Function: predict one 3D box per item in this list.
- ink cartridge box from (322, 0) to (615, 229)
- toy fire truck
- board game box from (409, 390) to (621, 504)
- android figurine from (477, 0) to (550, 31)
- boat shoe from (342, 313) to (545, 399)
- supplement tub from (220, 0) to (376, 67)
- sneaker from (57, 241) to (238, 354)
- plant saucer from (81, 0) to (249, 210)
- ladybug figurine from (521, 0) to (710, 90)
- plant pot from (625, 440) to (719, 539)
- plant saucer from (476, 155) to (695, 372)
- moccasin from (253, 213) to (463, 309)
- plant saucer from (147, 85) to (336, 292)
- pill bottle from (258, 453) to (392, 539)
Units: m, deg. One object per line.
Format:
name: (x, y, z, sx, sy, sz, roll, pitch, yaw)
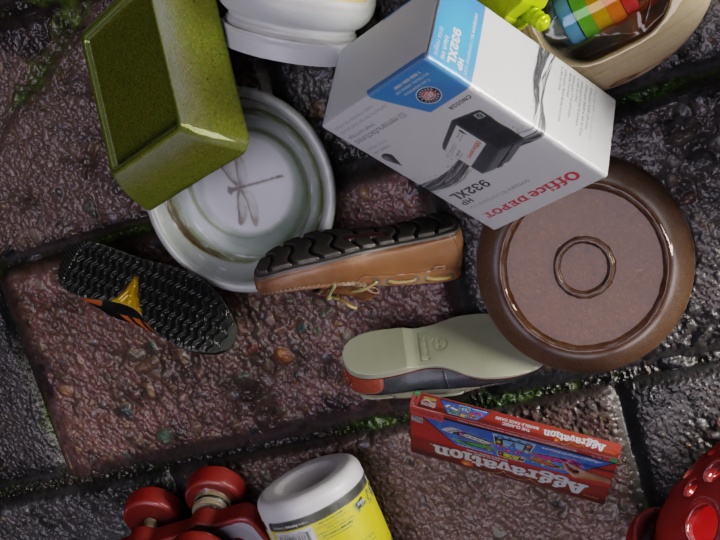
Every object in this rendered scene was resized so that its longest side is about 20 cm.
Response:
ink cartridge box: (0.092, -0.130, 0.987, 0.199, 0.085, 0.145, 28, 148, -27)
toy fire truck: (-0.168, 0.315, 1.270, 0.198, 0.113, 0.169, -20, 123, 21)
board game box: (0.144, 0.171, 1.138, 0.198, 0.020, 0.103, 13, 149, 12)
android figurine: (0.099, -0.271, 0.993, 0.200, 0.041, 0.183, 42, 116, 36)
boat shoe: (0.081, 0.090, 1.142, 0.197, 0.072, 0.063, -5, 142, 4)
supplement tub: (-0.049, -0.289, 1.024, 0.144, 0.145, 0.202, 14, 109, 12)
sneaker: (-0.204, 0.030, 1.199, 0.198, 0.090, 0.071, 22, 83, 14)
plant saucer: (-0.191, -0.174, 1.077, 0.199, 0.048, 0.202, -21, 81, 50)
ladybug figurine: (0.202, -0.226, 1.007, 0.198, 0.072, 0.137, -21, 98, 21)
plant pot: (0.350, 0.254, 1.043, 0.200, 0.200, 0.183, 45, 121, 0)
plant saucer: (0.202, -0.005, 1.073, 0.198, 0.034, 0.203, 1, 96, 12)
moccasin: (-0.001, -0.001, 1.110, 0.199, 0.074, 0.079, -12, 117, -16)
plant saucer: (-0.113, -0.082, 1.155, 0.198, 0.050, 0.203, 5, 108, 15)
pill bottle: (-0.017, 0.298, 1.197, 0.111, 0.112, 0.202, -19, 100, 21)
